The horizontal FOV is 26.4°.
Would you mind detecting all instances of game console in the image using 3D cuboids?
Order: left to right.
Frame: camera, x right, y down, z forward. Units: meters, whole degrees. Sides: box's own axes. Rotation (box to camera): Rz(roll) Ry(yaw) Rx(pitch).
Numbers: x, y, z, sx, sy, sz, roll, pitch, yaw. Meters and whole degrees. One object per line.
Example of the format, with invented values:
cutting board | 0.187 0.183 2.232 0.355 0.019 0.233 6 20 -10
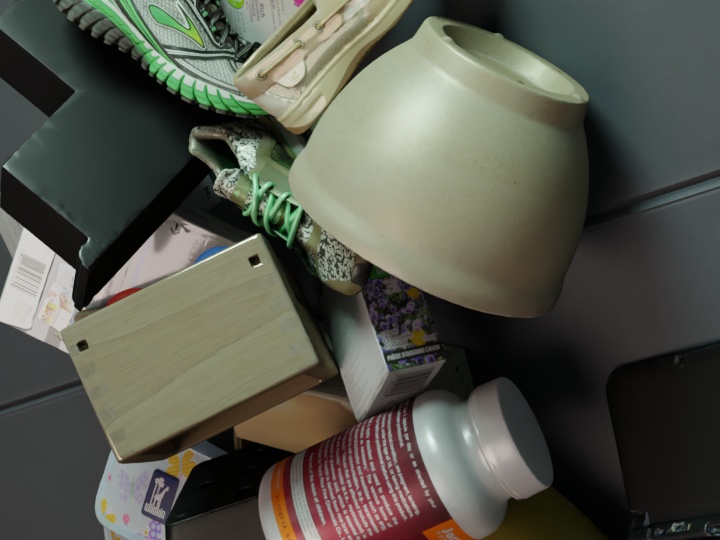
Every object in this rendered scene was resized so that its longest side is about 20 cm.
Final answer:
game console | 0.286 0.142 1.066 0.175 0.117 0.199 33 149 -25

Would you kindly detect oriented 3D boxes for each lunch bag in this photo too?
lunch bag | -0.172 0.253 1.532 0.169 0.127 0.202 21 125 31

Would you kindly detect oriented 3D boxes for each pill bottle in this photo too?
pill bottle | 0.034 0.157 1.120 0.199 0.113 0.114 -27 100 18

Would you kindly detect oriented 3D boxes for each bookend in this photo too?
bookend | -0.219 -0.114 1.164 0.198 0.200 0.092 38 155 3

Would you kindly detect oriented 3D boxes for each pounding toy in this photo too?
pounding toy | -0.130 0.050 1.140 0.200 0.183 0.143 53 -169 -82

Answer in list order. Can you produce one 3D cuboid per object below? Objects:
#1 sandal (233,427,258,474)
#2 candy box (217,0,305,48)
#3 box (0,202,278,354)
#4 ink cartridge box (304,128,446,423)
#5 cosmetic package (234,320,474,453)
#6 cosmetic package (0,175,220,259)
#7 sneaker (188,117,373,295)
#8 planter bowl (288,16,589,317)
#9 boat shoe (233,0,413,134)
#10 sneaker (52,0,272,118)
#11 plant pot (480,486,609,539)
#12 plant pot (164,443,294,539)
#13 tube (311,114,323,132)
sandal | -0.097 0.098 1.380 0.054 0.080 0.202 26 135 51
candy box | -0.082 -0.239 1.116 0.199 0.061 0.137 24 134 33
box | -0.185 0.011 1.254 0.199 0.041 0.157 25 111 7
ink cartridge box | 0.000 0.000 1.144 0.109 0.050 0.202 116 139 -63
cosmetic package | -0.012 0.103 1.271 0.199 0.105 0.072 10 124 43
cosmetic package | -0.232 -0.061 1.366 0.199 0.107 0.085 -12 107 47
sneaker | -0.061 -0.047 1.081 0.200 0.088 0.077 46 127 42
planter bowl | 0.068 -0.080 1.000 0.199 0.200 0.136 34 113 22
boat shoe | -0.009 -0.184 1.015 0.065 0.072 0.200 34 111 -16
sneaker | -0.125 -0.178 1.097 0.199 0.078 0.086 34 108 3
plant pot | 0.105 0.234 1.207 0.143 0.198 0.200 65 147 26
plant pot | -0.065 0.249 1.313 0.198 0.200 0.179 -19 102 10
tube | 0.021 -0.066 1.156 0.200 0.052 0.058 44 102 19
